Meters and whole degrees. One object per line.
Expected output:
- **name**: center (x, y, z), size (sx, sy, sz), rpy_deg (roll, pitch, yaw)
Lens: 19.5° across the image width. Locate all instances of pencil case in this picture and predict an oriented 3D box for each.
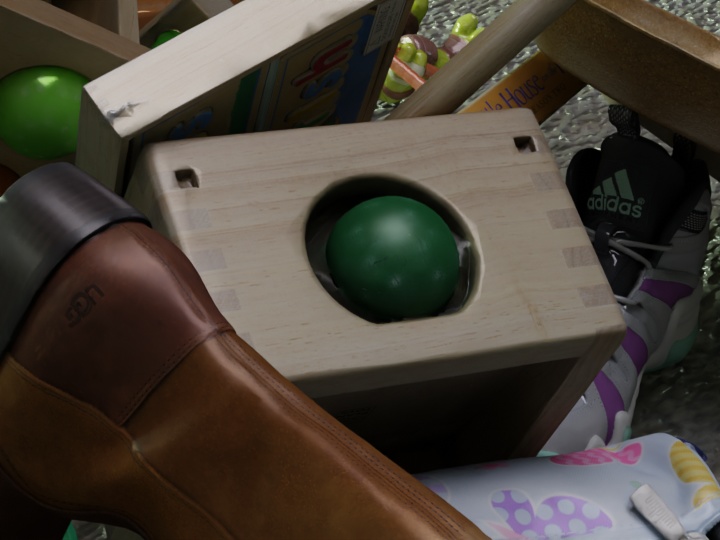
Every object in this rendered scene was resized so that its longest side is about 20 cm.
- **pencil case**: center (0.038, 0.112, 0.756), size (0.200, 0.083, 0.091), rpy_deg (-6, 6, -20)

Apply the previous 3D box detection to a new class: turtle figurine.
- **turtle figurine**: center (0.000, -0.117, 1.171), size (0.200, 0.064, 0.161), rpy_deg (20, 23, 37)

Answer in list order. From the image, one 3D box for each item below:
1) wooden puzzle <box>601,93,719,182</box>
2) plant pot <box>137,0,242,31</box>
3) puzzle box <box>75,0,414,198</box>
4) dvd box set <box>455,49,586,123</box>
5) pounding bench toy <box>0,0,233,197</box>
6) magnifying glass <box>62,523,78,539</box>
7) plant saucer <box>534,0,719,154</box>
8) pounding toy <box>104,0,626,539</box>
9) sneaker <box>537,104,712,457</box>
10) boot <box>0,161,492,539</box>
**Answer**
- **wooden puzzle**: center (0.235, -0.038, 1.031), size (0.200, 0.037, 0.185), rpy_deg (17, 18, -40)
- **plant pot**: center (-0.130, -0.088, 1.014), size (0.200, 0.140, 0.200), rpy_deg (6, 30, -4)
- **puzzle box**: center (-0.051, -0.046, 0.817), size (0.133, 0.200, 0.025), rpy_deg (-31, 75, -20)
- **dvd box set**: center (0.032, -0.042, 0.978), size (0.029, 0.146, 0.200), rpy_deg (50, 37, 0)
- **pounding bench toy**: center (-0.130, -0.085, 0.822), size (0.200, 0.124, 0.156), rpy_deg (22, 40, -31)
- **magnifying glass**: center (-0.111, 0.132, 0.756), size (0.080, 0.022, 0.200), rpy_deg (-19, 37, -38)
- **plant saucer**: center (0.149, -0.082, 0.921), size (0.200, 0.035, 0.200), rpy_deg (25, 13, -6)
- **pounding toy**: center (0.000, 0.000, 0.784), size (0.184, 0.200, 0.142), rpy_deg (-7, 60, -25)
- **sneaker**: center (0.102, -0.003, 0.913), size (0.078, 0.140, 0.200), rpy_deg (16, 30, 18)
- **boot**: center (-0.054, 0.090, 0.674), size (0.200, 0.188, 0.068), rpy_deg (41, 35, 24)
